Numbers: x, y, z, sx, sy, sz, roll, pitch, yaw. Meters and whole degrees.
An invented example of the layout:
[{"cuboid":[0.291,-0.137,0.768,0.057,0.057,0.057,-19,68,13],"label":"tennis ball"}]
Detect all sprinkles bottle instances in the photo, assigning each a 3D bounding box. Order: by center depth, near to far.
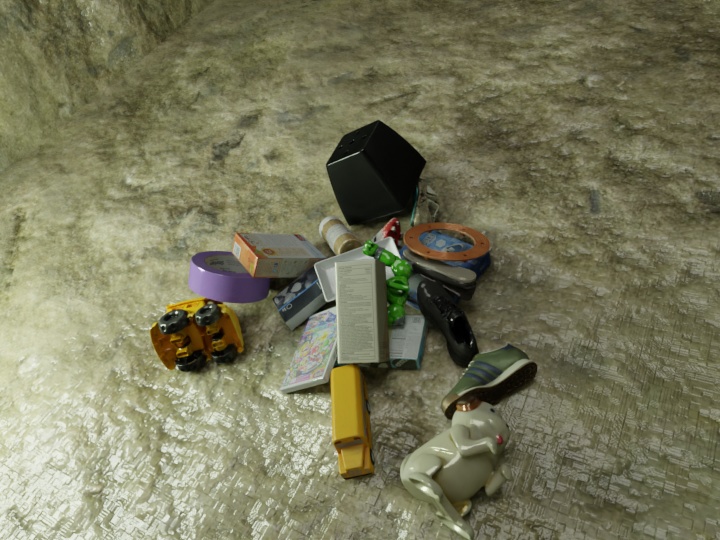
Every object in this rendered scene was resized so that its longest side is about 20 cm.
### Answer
[{"cuboid":[-0.050,-0.077,1.474,0.067,0.069,0.200,-27,26,-7],"label":"sprinkles bottle"}]

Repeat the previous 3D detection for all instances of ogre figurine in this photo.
[{"cuboid":[0.047,0.043,1.273,0.117,0.099,0.203,9,54,8],"label":"ogre figurine"}]

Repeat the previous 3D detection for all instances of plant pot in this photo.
[{"cuboid":[0.027,-0.268,1.551,0.197,0.178,0.202,-12,38,40],"label":"plant pot"}]

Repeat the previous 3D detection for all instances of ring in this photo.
[{"cuboid":[0.195,-0.062,1.344,0.195,0.020,0.202,2,28,-1],"label":"ring"}]

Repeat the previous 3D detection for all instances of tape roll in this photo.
[{"cuboid":[-0.318,0.013,1.450,0.195,0.067,0.201,10,16,-3],"label":"tape roll"}]

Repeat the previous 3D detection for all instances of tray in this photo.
[{"cuboid":[0.000,0.000,1.361,0.196,0.022,0.109,-19,62,-6],"label":"tray"}]

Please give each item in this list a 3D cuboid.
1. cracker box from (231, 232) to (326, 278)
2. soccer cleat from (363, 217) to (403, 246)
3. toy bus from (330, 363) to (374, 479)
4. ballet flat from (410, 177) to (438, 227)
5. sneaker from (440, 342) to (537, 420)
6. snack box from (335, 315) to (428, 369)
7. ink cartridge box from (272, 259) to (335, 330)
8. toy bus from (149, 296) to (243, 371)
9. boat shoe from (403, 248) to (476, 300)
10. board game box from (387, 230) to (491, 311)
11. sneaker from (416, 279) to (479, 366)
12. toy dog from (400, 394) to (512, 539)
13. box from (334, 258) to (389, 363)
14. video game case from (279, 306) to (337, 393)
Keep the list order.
[{"cuboid":[-0.201,-0.038,1.464,0.197,0.059,0.134,-1,29,-38],"label":"cracker box"},{"cuboid":[0.040,-0.055,1.456,0.084,0.069,0.202,6,53,32],"label":"soccer cleat"},{"cuboid":[-0.017,0.286,1.126,0.064,0.079,0.203,-13,43,8],"label":"toy bus"},{"cuboid":[0.166,-0.174,1.534,0.073,0.069,0.202,6,42,-1],"label":"ballet flat"},{"cuboid":[0.230,0.205,1.127,0.197,0.068,0.090,-26,35,-6],"label":"sneaker"},{"cuboid":[0.040,0.151,1.270,0.195,0.038,0.118,-1,45,21],"label":"snack box"},{"cuboid":[-0.111,0.044,1.411,0.199,0.039,0.100,-38,43,-3],"label":"ink cartridge box"},{"cuboid":[-0.372,0.124,1.408,0.195,0.138,0.193,-13,27,6],"label":"toy bus"},{"cuboid":[0.166,0.008,1.291,0.066,0.058,0.198,-22,35,-37],"label":"boat shoe"},{"cuboid":[0.164,0.001,1.368,0.197,0.044,0.200,25,60,39],"label":"board game box"},{"cuboid":[0.181,0.092,1.201,0.075,0.091,0.201,-29,62,-10],"label":"sneaker"},{"cuboid":[0.174,0.315,1.002,0.200,0.140,0.193,-44,11,-21],"label":"toy dog"},{"cuboid":[0.004,0.083,1.196,0.093,0.078,0.205,-3,83,19],"label":"box"},{"cuboid":[-0.092,0.165,1.280,0.142,0.018,0.202,-23,34,40],"label":"video game case"}]
